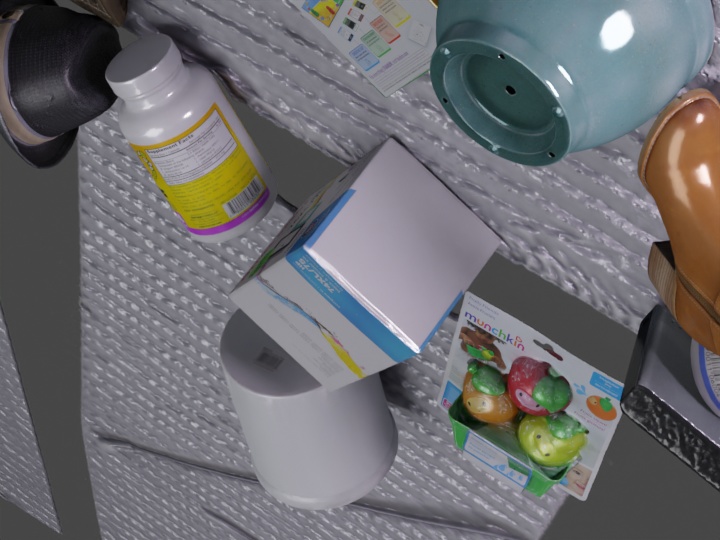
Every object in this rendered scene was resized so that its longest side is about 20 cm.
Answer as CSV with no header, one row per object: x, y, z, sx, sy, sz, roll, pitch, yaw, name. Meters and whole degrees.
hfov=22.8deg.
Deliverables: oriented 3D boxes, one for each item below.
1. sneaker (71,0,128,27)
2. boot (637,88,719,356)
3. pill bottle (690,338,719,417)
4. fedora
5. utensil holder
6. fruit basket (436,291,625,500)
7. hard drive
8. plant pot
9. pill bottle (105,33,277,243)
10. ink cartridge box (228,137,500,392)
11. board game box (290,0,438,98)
-0.231,-0.277,1.642,0.070,0.076,0.200,31,177,-8,sneaker
0.267,-0.017,1.298,0.155,0.076,0.201,-126,30,-47,boot
0.357,0.060,1.356,0.114,0.114,0.200,48,152,-19,pill bottle
-0.287,-0.196,1.738,0.091,0.201,0.201,-7,135,18,fedora
-0.056,0.134,1.948,0.169,0.170,0.201,23,147,29,utensil holder
0.160,0.129,1.743,0.185,0.094,0.200,32,150,15,fruit basket
0.281,0.111,1.469,0.139,0.200,0.033,39,112,-1,hard drive
0.132,-0.161,1.273,0.200,0.134,0.201,30,152,18,plant pot
-0.167,-0.130,1.737,0.104,0.104,0.200,11,142,44,pill bottle
0.000,0.000,1.680,0.146,0.147,0.200,42,153,-9,ink cartridge box
-0.005,-0.241,1.425,0.200,0.040,0.153,45,153,-11,board game box
